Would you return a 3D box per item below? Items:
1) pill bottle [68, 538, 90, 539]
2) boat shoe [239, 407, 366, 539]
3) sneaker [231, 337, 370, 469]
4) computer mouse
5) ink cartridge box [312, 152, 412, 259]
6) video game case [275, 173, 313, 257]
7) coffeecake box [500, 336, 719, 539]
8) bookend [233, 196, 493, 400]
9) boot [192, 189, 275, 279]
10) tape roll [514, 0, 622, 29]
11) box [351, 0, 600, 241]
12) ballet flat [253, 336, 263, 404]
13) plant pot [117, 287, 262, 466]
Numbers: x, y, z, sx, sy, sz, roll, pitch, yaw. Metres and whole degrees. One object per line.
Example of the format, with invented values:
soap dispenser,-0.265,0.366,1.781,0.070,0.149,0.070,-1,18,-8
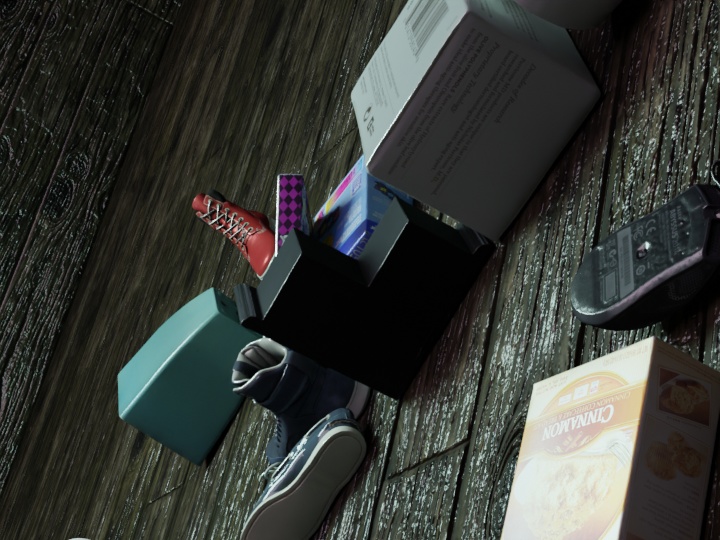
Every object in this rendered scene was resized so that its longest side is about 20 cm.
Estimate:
pill bottle,-0.411,0.483,2.149,0.110,0.109,0.200,-62,20,5
boat shoe,-0.068,0.235,1.612,0.201,0.074,0.062,-56,22,18
sneaker,-0.098,0.154,1.692,0.202,0.145,0.078,-46,27,44
computer mouse,0.250,-0.006,1.130,0.199,0.052,0.140,-31,37,40
ink cartridge box,0.001,-0.029,1.771,0.137,0.076,0.201,-51,24,33
video game case,-0.080,0.012,1.791,0.182,0.035,0.202,83,-174,-65
coffeecake box,0.175,0.169,1.058,0.153,0.072,0.202,-31,38,56
bookend,0.000,0.000,1.543,0.200,0.198,0.092,-59,20,15
boot,-0.186,-0.057,2.192,0.073,0.143,0.200,-58,21,11
tape roll,0.192,-0.341,1.467,0.071,0.201,0.204,-46,25,41
box,0.113,-0.184,1.522,0.201,0.170,0.200,-56,20,22
ballet flat,-0.090,0.082,1.899,0.072,0.071,0.202,-3,68,68
plant pot,-0.231,0.138,2.080,0.201,0.141,0.142,-51,21,12
